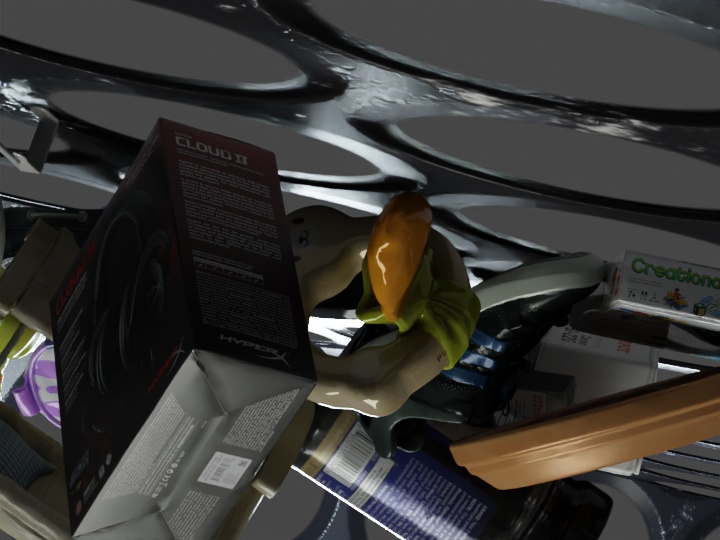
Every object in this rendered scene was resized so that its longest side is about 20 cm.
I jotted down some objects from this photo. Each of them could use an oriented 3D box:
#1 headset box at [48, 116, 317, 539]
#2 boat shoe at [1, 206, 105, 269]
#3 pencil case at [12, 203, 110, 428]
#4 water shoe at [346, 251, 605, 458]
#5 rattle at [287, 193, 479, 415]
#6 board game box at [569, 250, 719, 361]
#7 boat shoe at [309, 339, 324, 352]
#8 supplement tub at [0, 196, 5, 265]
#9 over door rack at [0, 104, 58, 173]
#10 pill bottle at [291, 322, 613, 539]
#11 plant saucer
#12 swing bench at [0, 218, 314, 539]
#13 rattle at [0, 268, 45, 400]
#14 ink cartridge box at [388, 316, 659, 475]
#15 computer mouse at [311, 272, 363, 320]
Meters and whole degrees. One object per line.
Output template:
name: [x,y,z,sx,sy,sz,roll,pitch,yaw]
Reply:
headset box: [-0.099,0.030,1.480,0.077,0.200,0.149,16,128,-26]
boat shoe: [-0.133,-0.022,1.744,0.199,0.062,0.075,-8,171,-23]
pencil case: [-0.165,0.031,1.808,0.085,0.084,0.200,-18,-156,17]
water shoe: [0.078,0.052,1.685,0.200,0.079,0.071,-28,170,37]
rattle: [-0.036,-0.014,1.588,0.200,0.130,0.143,41,-179,37]
board game box: [0.202,0.025,1.682,0.126,0.035,0.200,12,174,-3]
boat shoe: [-0.085,0.038,1.808,0.066,0.070,0.200,31,180,27]
supplement tub: [-0.328,-0.028,1.706,0.145,0.146,0.200,18,174,-43]
over door rack: [-0.274,-0.084,1.482,0.147,0.067,0.200,10,173,26]
pill bottle: [0.059,0.129,1.804,0.200,0.112,0.112,34,172,-2]
plant saucer: [0.154,0.095,1.684,0.199,0.038,0.200,-15,177,-1]
swing bench: [-0.156,0.103,1.619,0.199,0.200,0.130,33,175,-7]
rattle: [-0.307,0.023,1.867,0.200,0.143,0.130,33,-150,10]
ink cartridge box: [0.104,0.071,1.918,0.199,0.085,0.146,13,-170,5]
computer mouse: [0.000,0.000,1.781,0.138,0.053,0.200,1,-177,-3]
